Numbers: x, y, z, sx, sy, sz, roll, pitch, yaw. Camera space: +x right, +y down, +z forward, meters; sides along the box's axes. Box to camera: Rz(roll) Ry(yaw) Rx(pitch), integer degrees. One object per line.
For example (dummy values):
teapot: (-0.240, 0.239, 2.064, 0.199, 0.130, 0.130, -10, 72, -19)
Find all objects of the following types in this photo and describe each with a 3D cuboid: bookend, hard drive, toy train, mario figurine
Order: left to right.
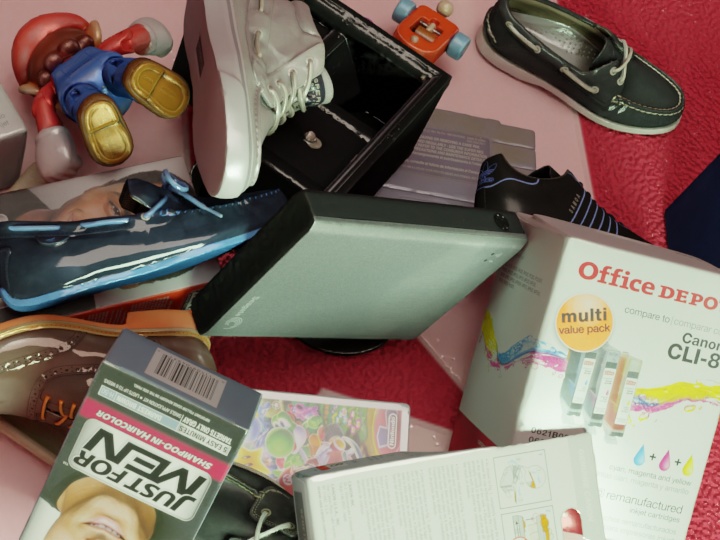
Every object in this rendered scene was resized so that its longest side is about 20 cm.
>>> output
mario figurine: (-0.186, -0.127, 1.107, 0.123, 0.106, 0.200, -7, 22, -25)
bookend: (-0.069, -0.122, 1.117, 0.200, 0.092, 0.199, 35, 45, 6)
toy train: (-0.016, -0.207, 1.265, 0.200, 0.056, 0.150, 31, 44, 4)
hard drive: (0.000, 0.000, 1.036, 0.200, 0.140, 0.033, 4, 55, -42)

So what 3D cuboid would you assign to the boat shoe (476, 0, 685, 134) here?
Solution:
boat shoe: (0.200, -0.181, 1.316, 0.199, 0.060, 0.076, 19, 59, -9)

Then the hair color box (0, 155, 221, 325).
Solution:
hair color box: (-0.205, -0.005, 1.035, 0.199, 0.061, 0.102, -14, 73, -22)

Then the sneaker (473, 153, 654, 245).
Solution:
sneaker: (0.172, -0.037, 1.197, 0.200, 0.070, 0.078, 15, 68, -37)

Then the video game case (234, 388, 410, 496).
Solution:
video game case: (-0.065, 0.156, 1.054, 0.199, 0.018, 0.144, 7, 78, -15)

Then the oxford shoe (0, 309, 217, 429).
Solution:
oxford shoe: (-0.188, 0.074, 0.982, 0.199, 0.071, 0.073, -8, 57, -19)

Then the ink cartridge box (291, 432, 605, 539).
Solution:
ink cartridge box: (0.063, 0.196, 0.981, 0.199, 0.050, 0.163, -7, 87, -20)

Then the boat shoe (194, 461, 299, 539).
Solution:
boat shoe: (-0.058, 0.179, 1.008, 0.200, 0.068, 0.072, 32, 75, -7)

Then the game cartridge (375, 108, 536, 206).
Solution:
game cartridge: (0.048, -0.075, 1.226, 0.199, 0.038, 0.130, 10, 57, -14)

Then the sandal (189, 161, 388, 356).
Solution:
sandal: (-0.053, -0.013, 1.134, 0.075, 0.045, 0.200, -43, 92, -16)

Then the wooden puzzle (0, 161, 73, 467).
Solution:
wooden puzzle: (-0.208, 0.029, 1.076, 0.185, 0.046, 0.200, 34, 58, 1)

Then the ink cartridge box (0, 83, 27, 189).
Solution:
ink cartridge box: (-0.354, -0.137, 1.090, 0.145, 0.084, 0.200, -24, 73, -28)

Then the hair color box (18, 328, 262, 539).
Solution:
hair color box: (-0.150, 0.149, 0.950, 0.099, 0.200, 0.061, 26, 19, -4)

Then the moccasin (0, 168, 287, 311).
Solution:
moccasin: (-0.141, -0.030, 0.983, 0.199, 0.080, 0.068, -16, 87, -23)

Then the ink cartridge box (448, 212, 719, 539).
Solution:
ink cartridge box: (0.166, 0.074, 1.074, 0.145, 0.145, 0.201, 13, 95, -11)

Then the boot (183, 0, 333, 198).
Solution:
boot: (-0.061, -0.124, 1.007, 0.095, 0.074, 0.200, 7, 48, -19)

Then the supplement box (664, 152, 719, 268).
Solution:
supplement box: (0.372, -0.016, 1.260, 0.199, 0.109, 0.110, 8, 61, -15)
